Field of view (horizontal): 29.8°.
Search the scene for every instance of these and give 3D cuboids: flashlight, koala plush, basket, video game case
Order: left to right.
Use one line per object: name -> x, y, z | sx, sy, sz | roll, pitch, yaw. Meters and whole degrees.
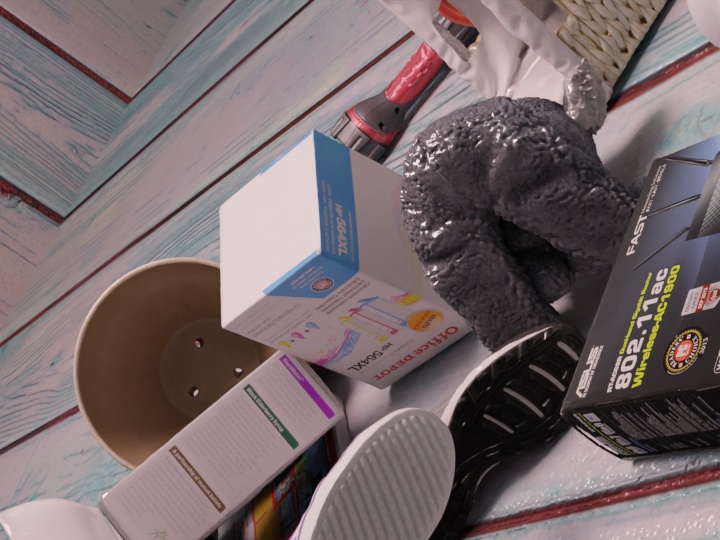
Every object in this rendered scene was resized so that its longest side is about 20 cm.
video game case -> -0.077, 0.216, 1.200 | 0.200, 0.017, 0.143 | -50, 20, 15
flashlight -> 0.051, -0.212, 1.518 | 0.200, 0.068, 0.068 | -50, 30, 16
basket -> 0.143, -0.258, 1.192 | 0.161, 0.198, 0.200 | -54, 19, -9
koala plush -> 0.124, -0.069, 0.993 | 0.177, 0.184, 0.200 | -43, 11, 30

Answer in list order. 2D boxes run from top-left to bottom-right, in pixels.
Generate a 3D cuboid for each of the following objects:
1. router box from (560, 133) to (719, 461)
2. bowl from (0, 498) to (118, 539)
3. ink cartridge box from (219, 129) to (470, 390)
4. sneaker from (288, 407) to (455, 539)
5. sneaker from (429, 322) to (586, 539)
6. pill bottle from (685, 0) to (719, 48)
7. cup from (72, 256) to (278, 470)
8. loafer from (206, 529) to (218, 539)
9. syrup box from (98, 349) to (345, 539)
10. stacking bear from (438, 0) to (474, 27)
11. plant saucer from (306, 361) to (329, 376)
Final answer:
router box -> 0.213, 0.007, 0.792 | 0.150, 0.062, 0.200 | -23, 37, 58
bowl -> -0.216, 0.285, 1.138 | 0.075, 0.200, 0.200 | -30, -21, -18
ink cartridge box -> 0.000, 0.000, 1.124 | 0.128, 0.200, 0.125 | -36, 44, 36
sneaker -> -0.024, 0.167, 0.834 | 0.201, 0.073, 0.114 | -56, 16, -10
sneaker -> 0.079, 0.105, 0.938 | 0.200, 0.074, 0.079 | -48, 16, 20
pill bottle -> 0.275, -0.214, 0.931 | 0.112, 0.112, 0.200 | -45, 22, 28
cup -> -0.153, 0.093, 1.269 | 0.201, 0.200, 0.143 | -56, -5, -1
loafer -> -0.180, 0.282, 1.226 | 0.200, 0.072, 0.063 | -62, 23, 22
syrup box -> -0.114, 0.157, 1.120 | 0.200, 0.081, 0.079 | -38, -4, -19
stacking bear -> 0.136, -0.347, 1.480 | 0.113, 0.122, 0.200 | -20, 21, 21
plant saucer -> -0.031, 0.039, 1.349 | 0.200, 0.037, 0.201 | -47, 22, 25
